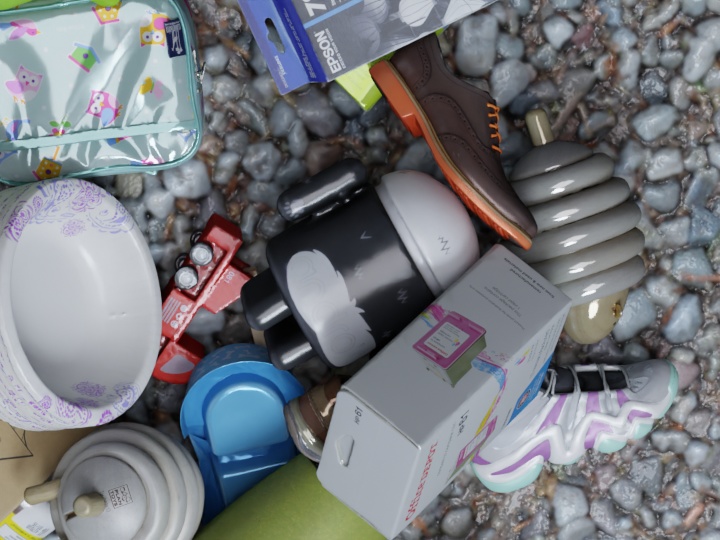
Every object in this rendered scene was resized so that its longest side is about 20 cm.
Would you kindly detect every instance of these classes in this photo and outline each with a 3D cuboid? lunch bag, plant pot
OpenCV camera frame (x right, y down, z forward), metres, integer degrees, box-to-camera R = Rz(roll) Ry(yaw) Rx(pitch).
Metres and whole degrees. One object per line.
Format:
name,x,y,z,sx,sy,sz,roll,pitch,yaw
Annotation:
lunch bag,-0.224,-0.152,1.697,0.198,0.077,0.162,-7,103,0
plant pot,-0.067,0.257,1.719,0.186,0.187,0.201,34,98,-11

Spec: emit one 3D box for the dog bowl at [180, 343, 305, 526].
dog bowl,-0.094,0.150,1.769,0.110,0.050,0.201,-12,122,-3

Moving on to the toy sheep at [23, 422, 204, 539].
toy sheep,-0.197,0.190,1.684,0.136,0.200,0.139,1,93,12

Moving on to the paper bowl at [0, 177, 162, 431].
paper bowl,-0.261,0.031,1.671,0.104,0.201,0.202,-10,107,33

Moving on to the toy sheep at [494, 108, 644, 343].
toy sheep,0.170,-0.036,1.719,0.137,0.138,0.202,-18,98,1

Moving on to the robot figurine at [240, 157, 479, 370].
robot figurine,0.000,0.001,1.677,0.199,0.150,0.125,-30,61,3

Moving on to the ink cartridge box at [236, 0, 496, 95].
ink cartridge box,0.004,-0.224,1.666,0.199,0.039,0.100,-26,105,4

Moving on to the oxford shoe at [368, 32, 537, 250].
oxford shoe,0.089,-0.107,1.656,0.072,0.071,0.201,-37,77,1

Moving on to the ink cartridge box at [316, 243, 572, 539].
ink cartridge box,0.066,0.097,1.625,0.084,0.145,0.200,39,57,18

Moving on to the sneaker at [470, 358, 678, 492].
sneaker,0.169,0.098,1.766,0.199,0.078,0.140,-28,122,3

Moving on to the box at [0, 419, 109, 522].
box,-0.307,0.108,1.705,0.021,0.200,0.164,-30,99,46

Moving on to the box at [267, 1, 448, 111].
box,0.031,-0.247,1.704,0.122,0.048,0.200,43,98,-13

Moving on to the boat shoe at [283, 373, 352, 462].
boat shoe,0.020,0.132,1.736,0.072,0.199,0.076,-42,60,22

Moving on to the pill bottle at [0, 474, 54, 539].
pill bottle,-0.358,0.228,1.766,0.199,0.109,0.109,-38,103,6

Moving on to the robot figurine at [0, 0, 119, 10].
robot figurine,-0.252,-0.281,1.632,0.199,0.116,0.176,-22,67,-16

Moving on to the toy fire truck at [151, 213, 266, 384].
toy fire truck,-0.096,0.027,1.764,0.140,0.049,0.201,32,101,-12
